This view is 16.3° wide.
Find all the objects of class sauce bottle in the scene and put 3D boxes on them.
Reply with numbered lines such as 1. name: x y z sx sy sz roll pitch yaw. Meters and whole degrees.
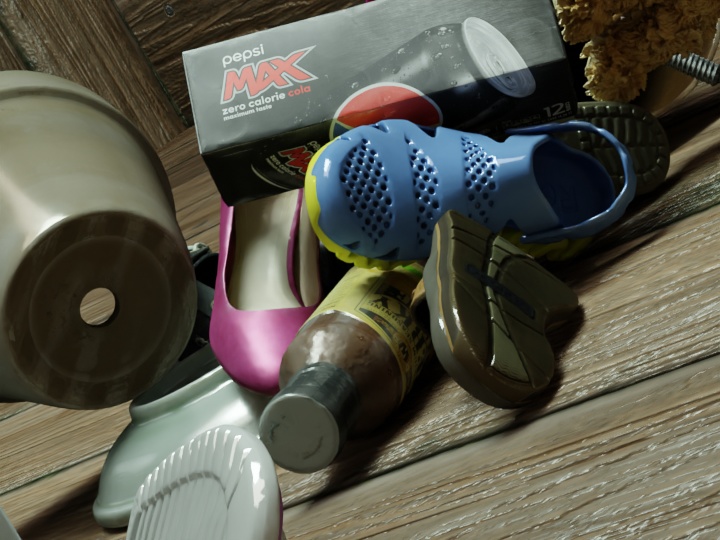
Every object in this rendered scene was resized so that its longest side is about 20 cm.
1. sauce bottle: -0.003 0.047 1.248 0.065 0.065 0.200 -28 11 22

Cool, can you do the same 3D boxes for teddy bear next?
1. teddy bear: 0.192 -0.174 1.407 0.200 0.145 0.067 -24 25 -19

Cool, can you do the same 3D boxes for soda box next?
1. soda box: 0.011 -0.099 1.337 0.199 0.071 0.063 -15 -28 4

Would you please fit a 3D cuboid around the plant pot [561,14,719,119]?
1. plant pot: 0.110 -0.135 1.598 0.187 0.187 0.200 -34 -10 -21

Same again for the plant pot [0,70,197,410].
1. plant pot: -0.177 -0.002 1.450 0.200 0.200 0.173 -33 27 -15

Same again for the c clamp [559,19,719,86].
1. c clamp: 0.176 -0.149 1.486 0.027 0.199 0.171 99 -167 -56

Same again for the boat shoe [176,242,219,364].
1. boat shoe: -0.100 0.017 1.584 0.068 0.072 0.200 -57 24 10

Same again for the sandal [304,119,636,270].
1. sandal: 0.063 -0.046 1.286 0.200 0.080 0.087 -6 -9 -34

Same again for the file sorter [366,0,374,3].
1. file sorter: 0.099 -0.206 1.730 0.199 0.139 0.126 -7 50 -1

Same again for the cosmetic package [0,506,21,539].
1. cosmetic package: -0.302 0.138 1.412 0.167 0.167 0.200 -33 8 -13

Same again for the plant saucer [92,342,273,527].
1. plant saucer: -0.073 0.070 1.404 0.200 0.050 0.200 -31 7 4

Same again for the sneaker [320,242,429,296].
1. sneaker: 0.000 -0.003 1.448 0.104 0.060 0.200 -5 6 15

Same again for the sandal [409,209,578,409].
1. sandal: 0.057 0.026 1.178 0.055 0.082 0.200 -51 9 19

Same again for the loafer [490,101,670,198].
1. loafer: 0.071 -0.057 1.401 0.199 0.076 0.067 5 -24 -9

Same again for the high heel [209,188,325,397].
1. high heel: -0.046 -0.013 1.350 0.067 0.096 0.200 1 28 1

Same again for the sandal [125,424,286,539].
1. sandal: -0.057 0.111 1.082 0.050 0.083 0.203 12 -8 -18
